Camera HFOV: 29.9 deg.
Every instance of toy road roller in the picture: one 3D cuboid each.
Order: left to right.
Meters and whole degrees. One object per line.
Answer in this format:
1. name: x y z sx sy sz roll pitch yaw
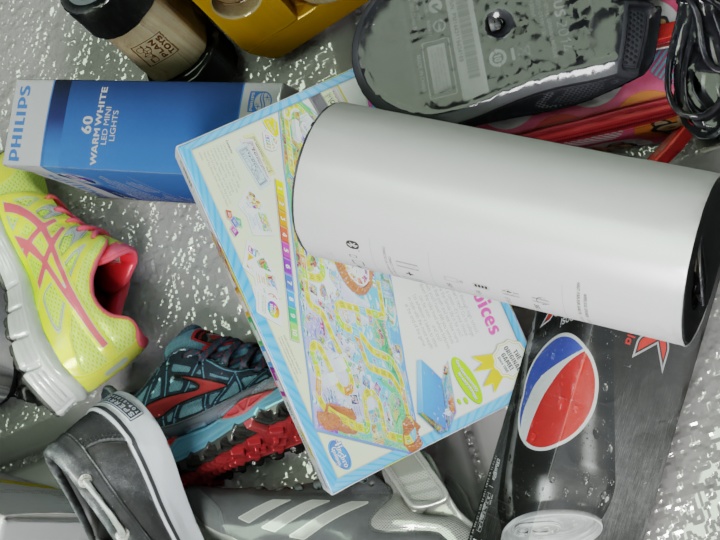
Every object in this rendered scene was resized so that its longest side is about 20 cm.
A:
1. toy road roller: -0.094 -0.214 0.849 0.198 0.123 0.147 -27 55 18

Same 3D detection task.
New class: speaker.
1. speaker: 0.071 -0.024 0.642 0.198 0.081 0.082 13 86 25

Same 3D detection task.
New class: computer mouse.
1. computer mouse: 0.095 -0.118 0.689 0.197 0.053 0.141 -7 82 17

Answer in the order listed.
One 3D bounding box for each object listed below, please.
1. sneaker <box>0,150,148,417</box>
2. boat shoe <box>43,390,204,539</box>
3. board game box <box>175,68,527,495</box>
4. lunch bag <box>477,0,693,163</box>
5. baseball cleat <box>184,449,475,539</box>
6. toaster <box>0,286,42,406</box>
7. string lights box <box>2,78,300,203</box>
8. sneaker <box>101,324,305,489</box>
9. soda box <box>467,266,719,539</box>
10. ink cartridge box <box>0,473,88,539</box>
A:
1. sneaker: -0.189 -0.005 0.883 0.089 0.078 0.202 -26 61 3
2. boat shoe: -0.122 0.168 0.757 0.073 0.068 0.201 19 133 41
3. board game box: 0.000 0.000 0.733 0.133 0.034 0.202 -24 91 -10
4. lunch bag: 0.126 -0.131 0.745 0.198 0.082 0.179 -12 79 26
5. baseball cleat: -0.012 0.141 0.776 0.198 0.070 0.107 17 72 27
6. toaster: -0.328 0.019 0.922 0.198 0.118 0.183 -16 74 23
7. string lights box: -0.111 -0.077 0.838 0.198 0.102 0.060 5 84 27
8. sneaker: -0.084 0.070 0.810 0.198 0.079 0.097 -25 67 20
9. soda box: 0.120 0.071 0.697 0.063 0.070 0.203 9 81 69
10. ink cartridge box: -0.260 0.201 0.834 0.198 0.146 0.149 8 84 28
